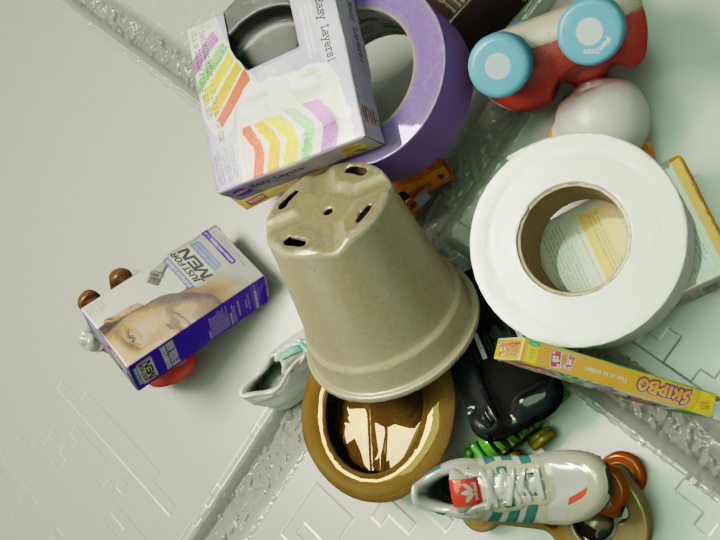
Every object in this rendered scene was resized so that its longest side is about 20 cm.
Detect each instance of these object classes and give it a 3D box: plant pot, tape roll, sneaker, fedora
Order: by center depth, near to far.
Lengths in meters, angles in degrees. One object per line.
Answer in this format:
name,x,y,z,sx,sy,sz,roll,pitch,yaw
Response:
sneaker,0.136,0.210,0.805,0.199,0.093,0.071,-13,79,43
tape roll,0.208,-0.026,0.806,0.202,0.071,0.203,-3,83,27
plant pot,0.000,0.000,0.869,0.200,0.184,0.201,-16,41,15
tape roll,0.013,-0.200,0.906,0.199,0.085,0.201,-2,84,26
fedora,0.030,0.156,0.947,0.200,0.082,0.202,-10,69,26
sneaker,-0.060,0.096,1.000,0.200,0.088,0.075,-45,64,14

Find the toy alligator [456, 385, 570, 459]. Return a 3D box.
toy alligator,0.137,0.187,0.901,0.200,0.054,0.059,-42,65,15

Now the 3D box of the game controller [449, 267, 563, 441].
game controller,0.138,0.080,0.902,0.104,0.042,0.201,-25,51,9

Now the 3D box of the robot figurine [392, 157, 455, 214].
robot figurine,0.006,-0.096,1.008,0.200,0.058,0.145,-32,59,19

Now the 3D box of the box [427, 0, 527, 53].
box,0.142,-0.330,0.958,0.200,0.100,0.075,-47,65,14

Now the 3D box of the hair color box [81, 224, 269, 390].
hair color box,-0.225,0.042,1.051,0.200,0.065,0.109,-36,62,-21

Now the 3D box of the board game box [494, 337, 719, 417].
board game box,0.232,0.101,0.796,0.199,0.096,0.030,14,84,-3

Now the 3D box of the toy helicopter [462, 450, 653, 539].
toy helicopter,0.194,0.255,0.860,0.199,0.079,0.133,-7,87,33

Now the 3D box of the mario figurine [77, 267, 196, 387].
mario figurine,-0.289,0.069,1.114,0.200,0.106,0.124,38,102,29

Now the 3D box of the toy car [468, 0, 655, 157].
toy car,0.223,-0.171,0.879,0.176,0.184,0.201,-16,103,24

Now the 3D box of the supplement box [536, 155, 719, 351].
supplement box,0.260,-0.009,0.859,0.199,0.073,0.126,-27,71,21

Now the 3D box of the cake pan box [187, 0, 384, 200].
cake pan box,-0.081,-0.195,0.880,0.184,0.052,0.201,-15,79,23

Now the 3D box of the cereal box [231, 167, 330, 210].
cereal box,-0.102,-0.188,1.066,0.143,0.040,0.201,-23,56,23
